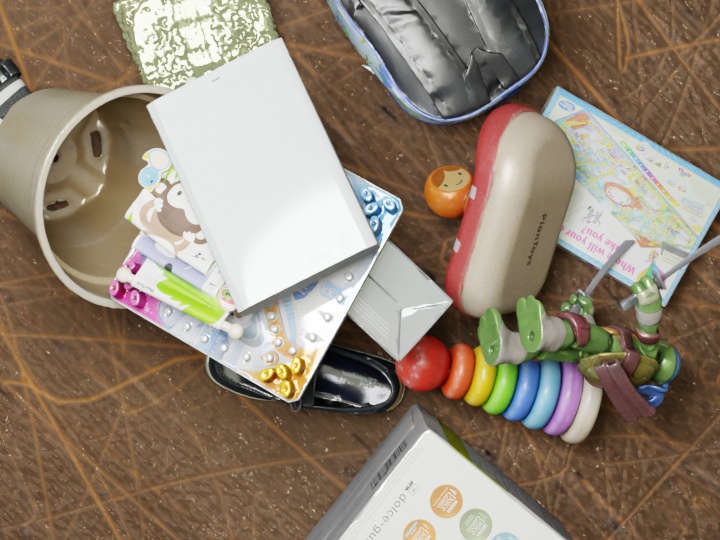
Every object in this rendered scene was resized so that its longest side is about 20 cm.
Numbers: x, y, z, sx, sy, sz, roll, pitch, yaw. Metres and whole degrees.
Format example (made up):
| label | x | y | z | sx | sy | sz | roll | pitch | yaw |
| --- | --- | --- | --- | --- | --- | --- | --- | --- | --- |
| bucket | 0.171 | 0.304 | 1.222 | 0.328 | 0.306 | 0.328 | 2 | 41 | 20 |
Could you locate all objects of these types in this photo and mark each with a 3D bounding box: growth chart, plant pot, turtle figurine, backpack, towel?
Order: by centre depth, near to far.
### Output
| label | x | y | z | sx | sy | sz | roll | pitch | yaw |
| --- | --- | --- | --- | --- | --- | --- | --- | --- | --- |
| growth chart | -0.132 | -0.057 | 1.504 | 0.144 | 0.018 | 0.202 | 20 | 84 | 11 |
| turtle figurine | 0.214 | 0.031 | 1.607 | 0.192 | 0.144 | 0.202 | 3 | 109 | -30 |
| plant pot | -0.247 | -0.087 | 1.608 | 0.199 | 0.183 | 0.202 | -12 | 111 | -33 |
| backpack | 0.079 | -0.242 | 1.649 | 0.182 | 0.147 | 0.201 | -32 | 88 | -2 |
| towel | -0.142 | -0.194 | 1.691 | 0.147 | 0.036 | 0.202 | -20 | 99 | -2 |

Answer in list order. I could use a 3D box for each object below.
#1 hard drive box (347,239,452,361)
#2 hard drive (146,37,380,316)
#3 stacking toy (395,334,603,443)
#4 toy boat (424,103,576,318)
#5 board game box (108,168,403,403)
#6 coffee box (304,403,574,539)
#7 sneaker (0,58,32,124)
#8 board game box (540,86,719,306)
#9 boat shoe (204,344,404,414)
| label | x | y | z | sx | sy | sz | roll | pitch | yaw |
| --- | --- | --- | --- | --- | --- | --- | --- | --- | --- |
| hard drive box | 0.000 | 0.000 | 1.626 | 0.156 | 0.200 | 0.077 | 43 | 90 | -3 |
| hard drive | -0.084 | -0.080 | 1.479 | 0.131 | 0.026 | 0.201 | -26 | 77 | 3 |
| stacking toy | 0.129 | 0.103 | 1.677 | 0.198 | 0.085 | 0.086 | 15 | 91 | -10 |
| toy boat | 0.117 | -0.063 | 1.647 | 0.130 | 0.130 | 0.202 | 26 | 110 | 30 |
| board game box | -0.094 | -0.019 | 1.514 | 0.199 | 0.026 | 0.201 | 29 | 88 | 12 |
| coffee box | 0.071 | 0.272 | 1.634 | 0.197 | 0.200 | 0.200 | 39 | 90 | -3 |
| sneaker | -0.411 | -0.137 | 1.681 | 0.199 | 0.073 | 0.112 | -31 | 89 | -9 |
| board game box | 0.245 | -0.073 | 1.714 | 0.199 | 0.034 | 0.135 | 30 | 90 | -2 |
| boat shoe | -0.054 | 0.099 | 1.696 | 0.198 | 0.062 | 0.075 | 11 | 93 | 0 |
